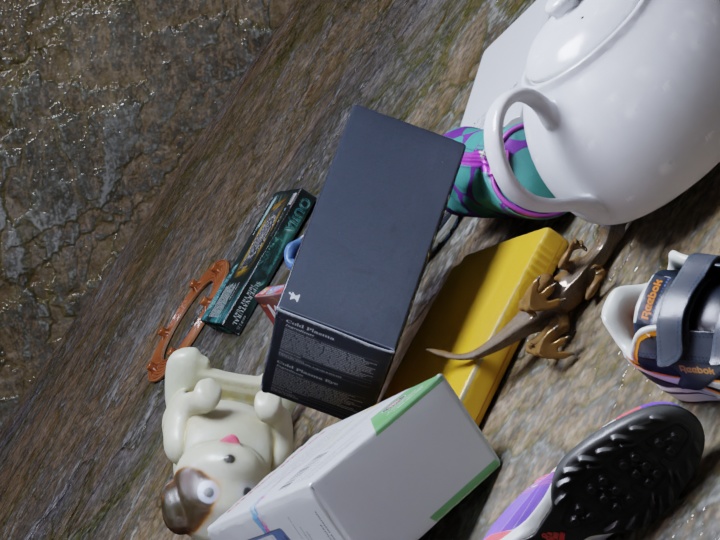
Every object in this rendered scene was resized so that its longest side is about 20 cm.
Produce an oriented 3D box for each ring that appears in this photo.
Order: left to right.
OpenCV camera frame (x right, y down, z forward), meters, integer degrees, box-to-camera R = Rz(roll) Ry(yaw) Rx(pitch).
[{"bbox_3d":[-0.247,0.067,2.551,0.201,0.019,0.201,-51,17,22],"label":"ring"}]

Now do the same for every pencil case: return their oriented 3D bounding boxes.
[{"bbox_3d":[0.119,-0.087,1.551,0.200,0.092,0.086,-173,104,-75],"label":"pencil case"}]

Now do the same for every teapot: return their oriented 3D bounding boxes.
[{"bbox_3d":[0.182,-0.138,1.291,0.197,0.146,0.200,-40,17,16],"label":"teapot"}]

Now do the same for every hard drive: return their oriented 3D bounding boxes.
[{"bbox_3d":[0.145,-0.178,1.786,0.132,0.026,0.201,-42,21,45],"label":"hard drive"}]

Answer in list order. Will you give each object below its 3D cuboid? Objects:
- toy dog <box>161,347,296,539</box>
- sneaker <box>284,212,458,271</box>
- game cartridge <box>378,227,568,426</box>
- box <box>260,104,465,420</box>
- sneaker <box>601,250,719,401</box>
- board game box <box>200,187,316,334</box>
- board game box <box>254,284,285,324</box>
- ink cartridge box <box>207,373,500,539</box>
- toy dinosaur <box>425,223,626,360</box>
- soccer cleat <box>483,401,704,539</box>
[{"bbox_3d":[-0.139,0.187,1.740,0.200,0.138,0.196,-104,36,-70],"label":"toy dog"},{"bbox_3d":[0.012,-0.044,1.727,0.199,0.085,0.077,-36,56,9],"label":"sneaker"},{"bbox_3d":[0.082,0.067,1.486,0.201,0.032,0.176,-60,15,-18],"label":"game cartridge"},{"bbox_3d":[0.000,0.000,1.526,0.182,0.103,0.202,105,-175,-66],"label":"box"},{"bbox_3d":[0.209,0.033,1.051,0.079,0.079,0.200,-61,17,-20],"label":"sneaker"},{"bbox_3d":[-0.132,-0.013,2.325,0.201,0.028,0.135,-60,15,-8],"label":"board game box"},{"bbox_3d":[-0.041,0.058,1.748,0.019,0.103,0.200,-36,8,-17],"label":"board game box"},{"bbox_3d":[-0.009,0.170,1.364,0.145,0.088,0.200,-38,5,-31],"label":"ink cartridge box"},{"bbox_3d":[0.134,0.033,1.355,0.200,0.061,0.106,-40,4,15],"label":"toy dinosaur"},{"bbox_3d":[0.133,0.137,1.106,0.200,0.068,0.073,-51,11,31],"label":"soccer cleat"}]
